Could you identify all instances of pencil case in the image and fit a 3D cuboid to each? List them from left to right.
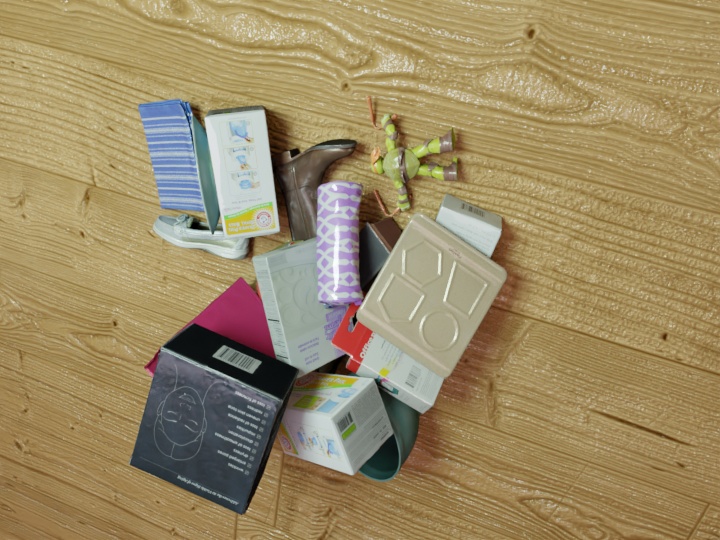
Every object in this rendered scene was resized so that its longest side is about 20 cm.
[{"bbox_3d":[-0.029,-0.042,0.867,0.083,0.083,0.209,-3,87,57],"label":"pencil case"}]

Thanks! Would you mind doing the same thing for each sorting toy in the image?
[{"bbox_3d":[0.114,0.041,0.859,0.182,0.036,0.204,32,96,1],"label":"sorting toy"}]

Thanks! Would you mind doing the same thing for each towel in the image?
[{"bbox_3d":[-0.357,-0.215,1.009,0.140,0.024,0.208,7,113,32],"label":"towel"}]

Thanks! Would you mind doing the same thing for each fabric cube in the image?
[{"bbox_3d":[-0.264,0.175,1.021,0.198,0.200,0.199,49,145,-7],"label":"fabric cube"}]

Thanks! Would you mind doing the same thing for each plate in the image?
[{"bbox_3d":[-0.268,-0.168,0.938,0.025,0.201,0.208,-8,113,-12],"label":"plate"}]

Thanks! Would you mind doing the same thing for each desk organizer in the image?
[{"bbox_3d":[0.000,0.000,0.967,0.072,0.076,0.201,50,127,12],"label":"desk organizer"}]

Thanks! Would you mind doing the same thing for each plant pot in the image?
[{"bbox_3d":[0.038,0.272,1.020,0.196,0.133,0.207,23,127,35],"label":"plant pot"}]

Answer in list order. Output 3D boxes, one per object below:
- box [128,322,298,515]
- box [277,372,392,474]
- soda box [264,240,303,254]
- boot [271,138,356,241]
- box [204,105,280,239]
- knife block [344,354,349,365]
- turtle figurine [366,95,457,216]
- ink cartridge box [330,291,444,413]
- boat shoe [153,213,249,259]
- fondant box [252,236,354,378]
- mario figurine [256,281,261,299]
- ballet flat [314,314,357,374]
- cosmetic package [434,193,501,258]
[{"bbox_3d":[-0.222,0.224,0.821,0.194,0.124,0.203,22,102,1],"label":"box"},{"bbox_3d":[-0.058,0.253,0.910,0.196,0.111,0.105,-7,109,48],"label":"box"},{"bbox_3d":[-0.108,0.054,0.968,0.063,0.067,0.207,0,114,53],"label":"soda box"},{"bbox_3d":[-0.065,-0.120,0.948,0.181,0.064,0.208,-3,108,33],"label":"boot"},{"bbox_3d":[-0.203,-0.173,0.928,0.097,0.113,0.208,-8,112,-10],"label":"box"},{"bbox_3d":[0.085,0.145,1.010,0.173,0.064,0.203,35,117,2],"label":"knife block"},{"bbox_3d":[0.078,-0.189,0.874,0.155,0.065,0.207,-4,110,19],"label":"turtle figurine"},{"bbox_3d":[0.053,0.137,0.909,0.196,0.118,0.068,30,154,4],"label":"ink cartridge box"},{"bbox_3d":[-0.310,-0.078,1.044,0.195,0.075,0.067,17,110,6],"label":"boat shoe"},{"bbox_3d":[-0.091,0.058,0.906,0.057,0.141,0.208,1,106,51],"label":"fondant box"},{"bbox_3d":[-0.136,0.068,1.057,0.105,0.122,0.205,16,135,56],"label":"mario figurine"},{"bbox_3d":[-0.045,0.148,1.055,0.045,0.068,0.203,30,123,1],"label":"ballet flat"},{"bbox_3d":[0.155,-0.011,0.913,0.109,0.081,0.206,21,115,7],"label":"cosmetic package"}]
